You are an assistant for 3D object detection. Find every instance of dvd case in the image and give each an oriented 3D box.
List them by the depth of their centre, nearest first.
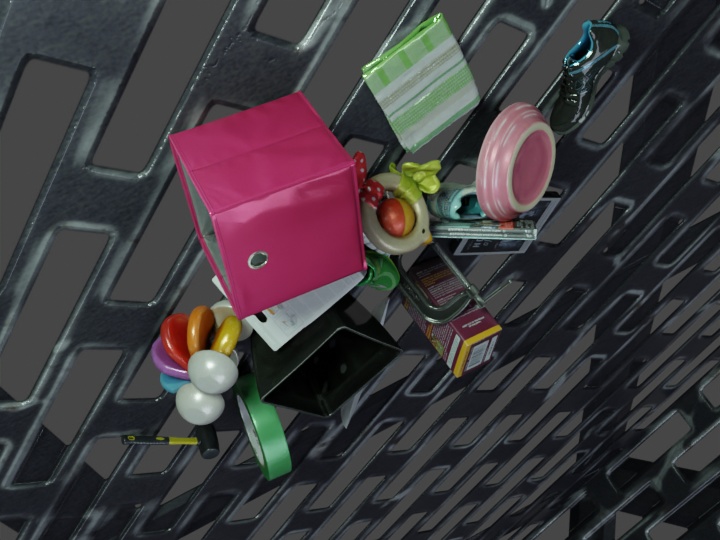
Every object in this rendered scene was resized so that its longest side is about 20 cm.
[{"bbox_3d":[0.200,-0.073,1.469,0.197,0.022,0.146,3,-171,9],"label":"dvd case"},{"bbox_3d":[0.281,-0.092,1.665,0.198,0.025,0.151,-4,137,-36],"label":"dvd case"}]

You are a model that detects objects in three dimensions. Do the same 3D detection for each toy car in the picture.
[{"bbox_3d":[-0.274,0.142,1.435,0.148,0.176,0.201,21,129,-8],"label":"toy car"}]

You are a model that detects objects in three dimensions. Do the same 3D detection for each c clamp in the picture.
[{"bbox_3d":[0.148,0.005,1.553,0.171,0.200,0.027,-46,175,22],"label":"c clamp"}]

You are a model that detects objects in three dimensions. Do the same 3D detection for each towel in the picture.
[{"bbox_3d":[0.094,-0.278,1.285,0.149,0.031,0.200,-36,144,3],"label":"towel"}]

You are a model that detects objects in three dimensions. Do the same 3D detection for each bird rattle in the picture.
[{"bbox_3d":[0.045,-0.106,1.330,0.199,0.165,0.112,-8,168,-44],"label":"bird rattle"}]

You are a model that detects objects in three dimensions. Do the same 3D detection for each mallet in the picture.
[{"bbox_3d":[-0.366,0.341,1.673,0.198,0.066,0.041,3,136,-39],"label":"mallet"}]

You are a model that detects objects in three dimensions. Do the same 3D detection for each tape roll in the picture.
[{"bbox_3d":[-0.189,0.295,1.632,0.048,0.201,0.202,-20,145,-16],"label":"tape roll"}]

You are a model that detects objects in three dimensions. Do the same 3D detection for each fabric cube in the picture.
[{"bbox_3d":[-0.124,-0.090,1.175,0.197,0.201,0.198,-21,135,-15],"label":"fabric cube"}]

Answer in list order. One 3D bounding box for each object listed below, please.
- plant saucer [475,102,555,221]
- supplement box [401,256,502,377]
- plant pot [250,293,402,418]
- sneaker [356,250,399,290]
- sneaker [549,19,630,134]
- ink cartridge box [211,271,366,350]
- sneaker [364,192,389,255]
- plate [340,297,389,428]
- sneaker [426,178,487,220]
[{"bbox_3d":[0.269,-0.177,1.440,0.200,0.050,0.203,-26,126,-42],"label":"plant saucer"},{"bbox_3d":[0.171,0.086,1.643,0.085,0.201,0.111,-21,147,-23],"label":"supplement box"},{"bbox_3d":[-0.082,0.118,1.512,0.200,0.178,0.199,-43,144,16],"label":"plant pot"},{"bbox_3d":[0.000,0.000,1.498,0.074,0.084,0.199,-35,142,22],"label":"sneaker"},{"bbox_3d":[0.354,-0.318,1.405,0.081,0.073,0.201,7,124,-28],"label":"sneaker"},{"bbox_3d":[-0.113,0.007,1.374,0.199,0.160,0.047,-40,-172,15],"label":"ink cartridge box"},{"bbox_3d":[0.005,-0.096,1.418,0.199,0.077,0.092,21,105,-54],"label":"sneaker"},{"bbox_3d":[0.003,0.178,1.691,0.032,0.201,0.201,18,138,6],"label":"plate"},{"bbox_3d":[0.218,-0.120,1.503,0.198,0.086,0.079,-15,116,-24],"label":"sneaker"}]
